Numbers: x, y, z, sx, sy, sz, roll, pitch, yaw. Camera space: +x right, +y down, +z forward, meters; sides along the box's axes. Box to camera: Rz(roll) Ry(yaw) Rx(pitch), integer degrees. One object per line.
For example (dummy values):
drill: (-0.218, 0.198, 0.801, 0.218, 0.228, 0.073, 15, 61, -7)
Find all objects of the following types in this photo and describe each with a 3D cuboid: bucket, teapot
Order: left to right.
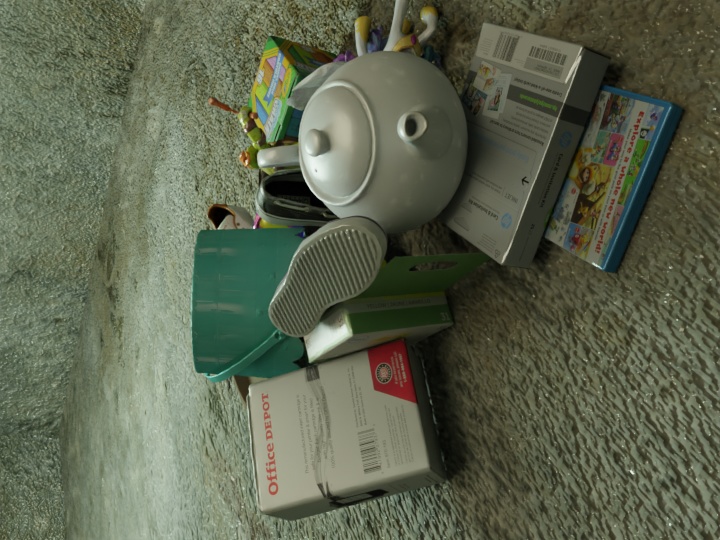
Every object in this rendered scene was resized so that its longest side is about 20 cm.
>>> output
bucket: (-0.139, 0.041, 0.876, 0.207, 0.131, 0.213, -179, 90, -83)
teapot: (0.000, -0.129, 0.708, 0.199, 0.144, 0.202, 54, 133, 28)

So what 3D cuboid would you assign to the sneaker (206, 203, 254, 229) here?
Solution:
sneaker: (-0.188, -0.038, 1.125, 0.200, 0.084, 0.073, 44, 106, 32)

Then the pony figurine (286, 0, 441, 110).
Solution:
pony figurine: (0.023, -0.249, 0.867, 0.192, 0.165, 0.204, -30, 43, 44)

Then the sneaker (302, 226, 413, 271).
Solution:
sneaker: (0.000, 0.000, 0.903, 0.199, 0.065, 0.080, 34, 144, 35)

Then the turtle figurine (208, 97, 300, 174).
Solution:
turtle figurine: (-0.092, -0.149, 0.867, 0.158, 0.200, 0.066, -2, 63, 23)

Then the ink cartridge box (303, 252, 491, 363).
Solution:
ink cartridge box: (0.043, 0.043, 0.746, 0.199, 0.143, 0.049, -35, 65, 51)

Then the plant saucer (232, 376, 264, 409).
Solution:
plant saucer: (-0.152, 0.175, 1.104, 0.199, 0.029, 0.204, 31, 131, 43)

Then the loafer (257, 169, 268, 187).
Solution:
loafer: (-0.140, -0.166, 1.193, 0.071, 0.071, 0.205, 160, 118, -68)

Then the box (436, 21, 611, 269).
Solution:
box: (0.143, -0.126, 0.680, 0.156, 0.040, 0.204, 44, 121, 55)

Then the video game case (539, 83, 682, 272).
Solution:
video game case: (0.191, -0.105, 0.651, 0.200, 0.017, 0.146, 44, 121, 55)

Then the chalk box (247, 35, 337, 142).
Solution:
chalk box: (-0.075, -0.245, 1.035, 0.201, 0.123, 0.126, 57, 131, 46)

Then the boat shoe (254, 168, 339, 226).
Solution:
boat shoe: (-0.028, -0.089, 0.842, 0.064, 0.195, 0.072, 129, 134, -66)

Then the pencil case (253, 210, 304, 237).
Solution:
pencil case: (-0.112, -0.089, 1.045, 0.201, 0.087, 0.090, -92, 21, -68)

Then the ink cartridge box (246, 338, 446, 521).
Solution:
ink cartridge box: (-0.018, 0.183, 0.781, 0.196, 0.083, 0.148, -18, 62, 13)

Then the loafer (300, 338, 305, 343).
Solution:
loafer: (-0.074, 0.069, 1.019, 0.199, 0.066, 0.078, 8, 91, 60)

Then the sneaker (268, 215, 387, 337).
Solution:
sneaker: (-0.024, -0.021, 0.703, 0.200, 0.072, 0.115, -38, 15, 50)
